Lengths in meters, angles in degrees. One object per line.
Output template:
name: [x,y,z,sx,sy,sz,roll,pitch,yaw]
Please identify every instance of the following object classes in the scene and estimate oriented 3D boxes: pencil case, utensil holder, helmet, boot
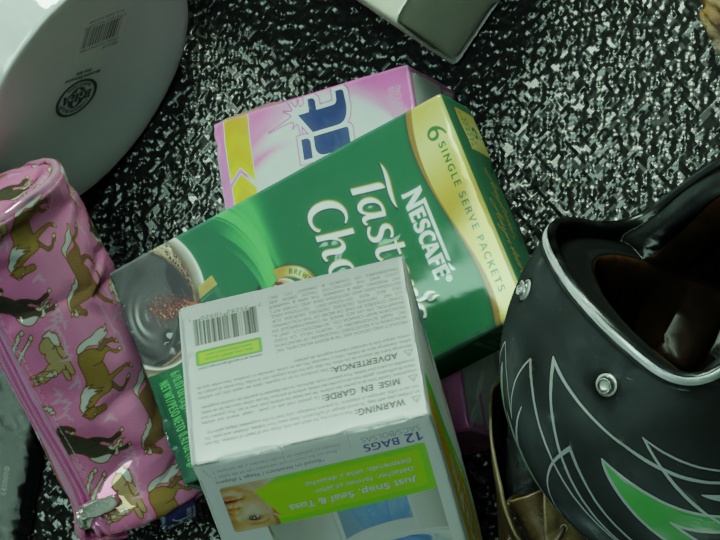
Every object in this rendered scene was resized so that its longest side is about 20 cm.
pencil case: [-0.148,0.041,1.511,0.082,0.087,0.201,-24,109,3]
utensil holder: [-0.215,-0.146,1.586,0.200,0.170,0.170,37,97,23]
helmet: [0.163,0.051,1.354,0.190,0.200,0.201,-26,70,5]
boot: [0.088,0.143,1.425,0.073,0.075,0.201,-13,67,20]

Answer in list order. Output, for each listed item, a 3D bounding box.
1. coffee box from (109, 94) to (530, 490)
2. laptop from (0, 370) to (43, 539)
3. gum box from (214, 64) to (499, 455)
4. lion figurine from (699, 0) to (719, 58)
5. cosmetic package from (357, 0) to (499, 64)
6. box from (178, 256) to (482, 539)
coffee box: [-0.016,0.012,1.454,0.199,0.044,0.124,-26,72,17]
laptop: [-0.275,0.124,1.651,0.198,0.103,0.179,9,84,0]
gum box: [0.000,0.000,1.512,0.113,0.066,0.201,-15,75,21]
lion figurine: [0.210,-0.180,1.414,0.072,0.122,0.201,16,93,-12]
cosmetic package: [-0.011,-0.207,1.544,0.200,0.087,0.104,35,95,26]
box: [-0.006,0.107,1.391,0.112,0.201,0.102,-12,44,4]
